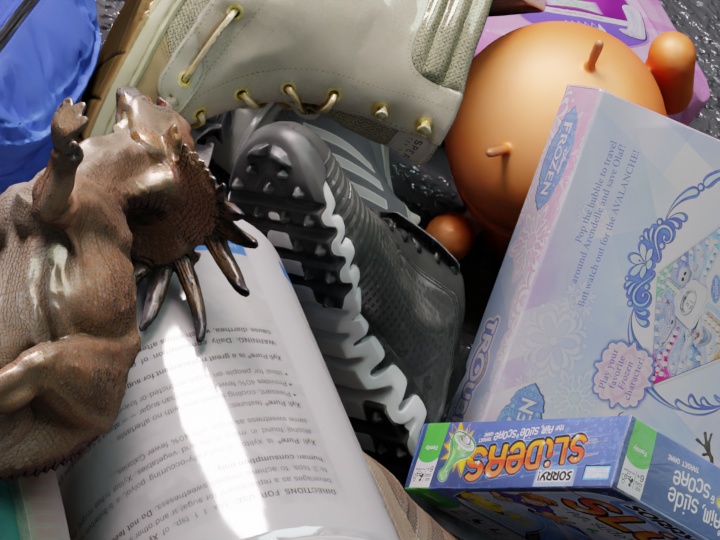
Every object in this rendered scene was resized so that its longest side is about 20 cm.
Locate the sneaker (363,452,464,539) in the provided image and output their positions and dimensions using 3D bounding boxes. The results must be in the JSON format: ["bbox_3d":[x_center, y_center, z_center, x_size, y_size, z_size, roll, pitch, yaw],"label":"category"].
[{"bbox_3d":[0.018,0.138,1.172,0.200,0.070,0.076,44,6,17],"label":"sneaker"}]

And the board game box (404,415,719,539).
[{"bbox_3d":[0.136,0.120,1.188,0.200,0.135,0.035,30,68,-32],"label":"board game box"}]

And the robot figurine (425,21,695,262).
[{"bbox_3d":[0.103,-0.057,1.378,0.143,0.200,0.117,-2,75,9],"label":"robot figurine"}]

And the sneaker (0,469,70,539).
[{"bbox_3d":[-0.173,0.068,1.059,0.080,0.072,0.200,6,39,-29],"label":"sneaker"}]

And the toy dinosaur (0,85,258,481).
[{"bbox_3d":[-0.109,0.015,1.014,0.086,0.201,0.135,12,-12,42],"label":"toy dinosaur"}]

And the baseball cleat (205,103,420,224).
[{"bbox_3d":[-0.026,-0.035,1.335,0.106,0.070,0.200,9,36,-14],"label":"baseball cleat"}]

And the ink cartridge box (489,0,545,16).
[{"bbox_3d":[-0.035,-0.159,1.312,0.200,0.197,0.047,13,79,-61],"label":"ink cartridge box"}]

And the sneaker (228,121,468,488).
[{"bbox_3d":[0.000,0.000,1.202,0.066,0.200,0.091,10,47,36],"label":"sneaker"}]

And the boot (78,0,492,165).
[{"bbox_3d":[-0.038,-0.079,1.199,0.154,0.200,0.072,28,-3,-15],"label":"boot"}]

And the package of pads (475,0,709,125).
[{"bbox_3d":[0.093,-0.131,1.531,0.199,0.076,0.121,4,47,-39],"label":"package of pads"}]

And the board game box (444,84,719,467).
[{"bbox_3d":[0.156,0.038,1.296,0.199,0.201,0.043,21,-1,-24],"label":"board game box"}]

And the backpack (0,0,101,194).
[{"bbox_3d":[-0.213,-0.105,1.146,0.200,0.168,0.163,35,41,-6],"label":"backpack"}]

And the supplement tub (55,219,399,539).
[{"bbox_3d":[-0.064,0.085,1.085,0.132,0.132,0.200,9,43,-35],"label":"supplement tub"}]

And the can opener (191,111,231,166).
[{"bbox_3d":[-0.103,-0.053,1.260,0.053,0.067,0.200,3,36,10],"label":"can opener"}]
